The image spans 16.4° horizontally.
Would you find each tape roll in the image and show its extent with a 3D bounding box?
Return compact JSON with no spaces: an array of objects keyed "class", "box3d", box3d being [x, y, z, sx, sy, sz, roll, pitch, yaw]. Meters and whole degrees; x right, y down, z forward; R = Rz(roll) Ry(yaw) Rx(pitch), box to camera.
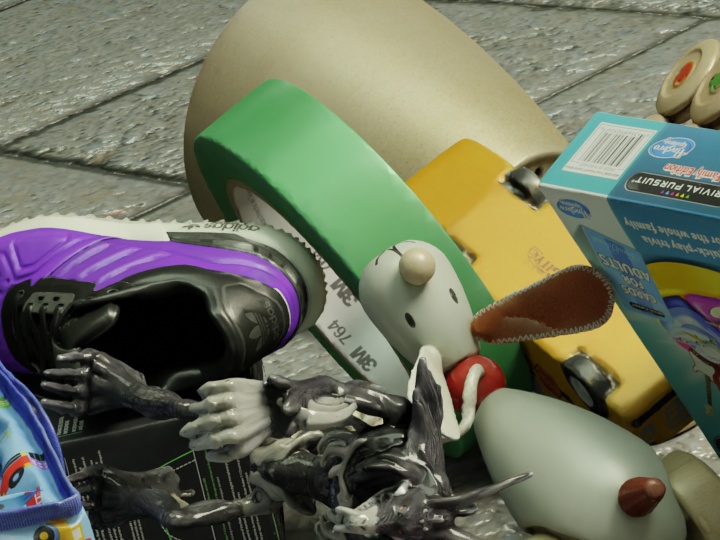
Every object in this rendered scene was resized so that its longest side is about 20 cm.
[{"class":"tape roll","box3d":[0.000,0.000,1.210,0.048,0.201,0.200,-39,26,-11]}]

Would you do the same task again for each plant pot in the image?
[{"class":"plant pot","box3d":[0.031,-0.059,1.425,0.187,0.188,0.200,-25,36,-31]}]

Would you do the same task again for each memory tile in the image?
[{"class":"memory tile","box3d":[0.145,-0.035,1.292,0.200,0.017,0.153,-55,15,0]}]

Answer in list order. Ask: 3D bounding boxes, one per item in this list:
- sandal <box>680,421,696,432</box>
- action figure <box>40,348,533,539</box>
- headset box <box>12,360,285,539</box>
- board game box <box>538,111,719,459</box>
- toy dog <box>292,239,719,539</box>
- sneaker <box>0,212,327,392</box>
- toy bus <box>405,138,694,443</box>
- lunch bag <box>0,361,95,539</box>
[{"class":"sandal","box3d":[0.172,0.008,1.272,0.077,0.070,0.212,9,28,33]},{"class":"action figure","box3d":[-0.036,0.089,0.996,0.200,0.119,0.102,8,16,32]},{"class":"headset box","box3d":[-0.142,0.092,1.204,0.200,0.093,0.174,-12,19,2]},{"class":"board game box","box3d":[0.180,0.029,1.030,0.047,0.200,0.151,-49,34,-20]},{"class":"toy dog","box3d":[0.071,0.062,1.035,0.200,0.096,0.132,30,64,11]},{"class":"sneaker","box3d":[-0.123,0.022,1.140,0.200,0.070,0.100,-5,23,24]},{"class":"toy bus","box3d":[0.090,0.015,1.190,0.065,0.078,0.200,-38,50,-13]},{"class":"lunch bag","box3d":[-0.148,0.130,1.018,0.094,0.151,0.200,-14,20,-6]}]
